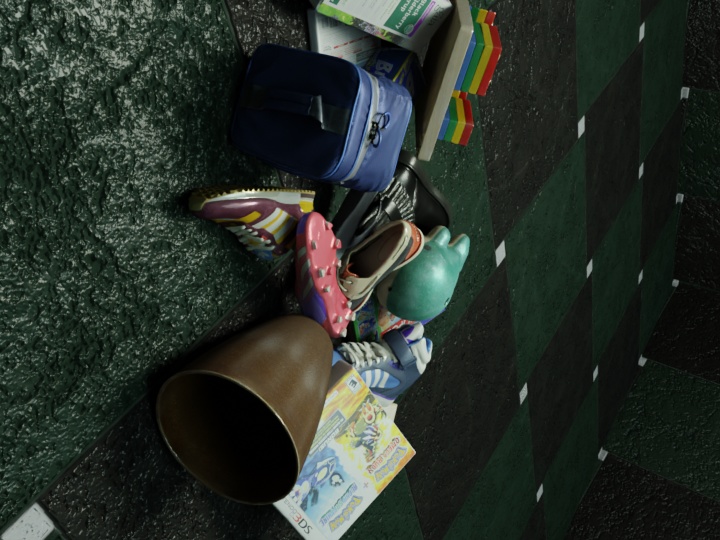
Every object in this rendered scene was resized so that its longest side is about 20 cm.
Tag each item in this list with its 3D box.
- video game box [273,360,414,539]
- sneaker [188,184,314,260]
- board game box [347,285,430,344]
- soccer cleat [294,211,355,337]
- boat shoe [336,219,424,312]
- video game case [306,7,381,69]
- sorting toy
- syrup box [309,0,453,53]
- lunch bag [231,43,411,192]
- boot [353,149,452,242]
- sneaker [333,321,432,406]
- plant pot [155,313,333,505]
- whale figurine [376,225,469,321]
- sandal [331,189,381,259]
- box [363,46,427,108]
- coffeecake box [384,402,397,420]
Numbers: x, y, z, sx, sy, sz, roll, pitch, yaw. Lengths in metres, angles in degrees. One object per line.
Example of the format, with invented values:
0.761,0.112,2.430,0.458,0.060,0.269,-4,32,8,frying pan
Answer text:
-0.041,0.260,0.981,0.200,0.047,0.183,-44,119,-18,video game box
-0.123,-0.055,0.854,0.199,0.074,0.091,-8,104,-54,sneaker
0.057,0.052,1.164,0.199,0.029,0.136,-31,127,-31,board game box
-0.061,0.009,0.910,0.067,0.076,0.201,-60,148,-38,soccer cleat
0.000,0.000,0.992,0.199,0.072,0.062,-38,159,16,boat shoe
-0.015,-0.268,0.987,0.143,0.018,0.202,-35,129,-46,video game case
0.137,-0.288,1.016,0.200,0.069,0.201,-87,-170,-48,sorting toy
0.020,-0.354,0.898,0.199,0.082,0.079,4,138,-46,syrup box
-0.046,-0.172,0.813,0.132,0.199,0.138,3,105,-53,lunch bag
0.062,-0.071,1.119,0.211,0.079,0.159,45,62,-47,boot
0.026,0.121,1.074,0.199,0.081,0.147,29,105,-43,sneaker
-0.115,0.143,0.871,0.200,0.185,0.189,-52,142,-53,plant pot
0.116,0.008,1.097,0.199,0.103,0.160,-21,139,-46,whale figurine
-0.015,-0.057,0.988,0.043,0.076,0.201,30,98,-19,sandal
0.017,-0.216,0.979,0.201,0.064,0.070,-60,144,-23,box
-0.036,0.276,1.106,0.199,0.072,0.156,12,92,-57,coffeecake box
